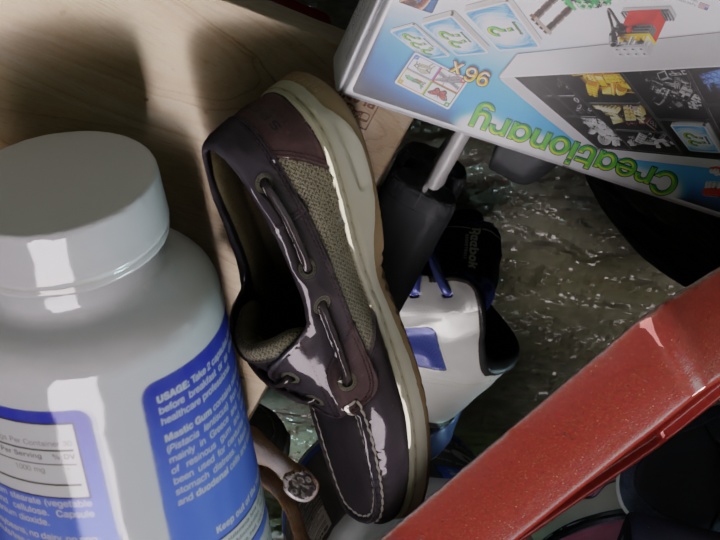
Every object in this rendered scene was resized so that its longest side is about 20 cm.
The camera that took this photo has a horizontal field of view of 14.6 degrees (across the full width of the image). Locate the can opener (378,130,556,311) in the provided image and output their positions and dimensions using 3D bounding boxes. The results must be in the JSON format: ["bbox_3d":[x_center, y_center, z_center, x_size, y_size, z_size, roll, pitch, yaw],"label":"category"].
[{"bbox_3d":[0.034,-0.025,1.204,0.066,0.053,0.200,32,118,-2],"label":"can opener"}]

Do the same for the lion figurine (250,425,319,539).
[{"bbox_3d":[-0.104,0.071,1.359,0.200,0.072,0.122,41,180,-12],"label":"lion figurine"}]

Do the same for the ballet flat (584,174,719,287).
[{"bbox_3d":[0.173,-0.017,1.271,0.200,0.057,0.066,36,151,-28],"label":"ballet flat"}]

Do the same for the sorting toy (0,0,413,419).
[{"bbox_3d":[-0.107,-0.047,1.185,0.200,0.070,0.199,20,115,-19],"label":"sorting toy"}]

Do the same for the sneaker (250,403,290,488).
[{"bbox_3d":[-0.134,0.073,1.434,0.200,0.075,0.079,8,145,-1],"label":"sneaker"}]

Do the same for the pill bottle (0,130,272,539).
[{"bbox_3d":[-0.104,0.049,1.136,0.112,0.112,0.200,-1,121,13],"label":"pill bottle"}]

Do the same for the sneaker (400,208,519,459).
[{"bbox_3d":[0.001,0.000,1.305,0.199,0.081,0.115,36,124,-26],"label":"sneaker"}]

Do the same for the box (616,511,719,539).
[{"bbox_3d":[0.207,0.229,1.302,0.200,0.198,0.123,13,117,-4],"label":"box"}]

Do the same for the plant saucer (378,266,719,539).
[{"bbox_3d":[0.122,0.049,1.169,0.037,0.200,0.200,54,131,9],"label":"plant saucer"}]

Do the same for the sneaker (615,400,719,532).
[{"bbox_3d":[0.217,0.091,1.343,0.202,0.077,0.146,-4,173,10],"label":"sneaker"}]

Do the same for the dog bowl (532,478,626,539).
[{"bbox_3d":[0.176,0.157,1.501,0.200,0.074,0.200,5,147,3],"label":"dog bowl"}]

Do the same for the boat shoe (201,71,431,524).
[{"bbox_3d":[-0.022,0.020,1.144,0.072,0.065,0.200,29,137,52],"label":"boat shoe"}]

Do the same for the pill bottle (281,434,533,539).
[{"bbox_3d":[0.027,0.146,1.387,0.114,0.114,0.200,15,-171,-11],"label":"pill bottle"}]

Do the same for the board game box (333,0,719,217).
[{"bbox_3d":[0.104,-0.099,1.114,0.200,0.035,0.126,18,120,-15],"label":"board game box"}]
